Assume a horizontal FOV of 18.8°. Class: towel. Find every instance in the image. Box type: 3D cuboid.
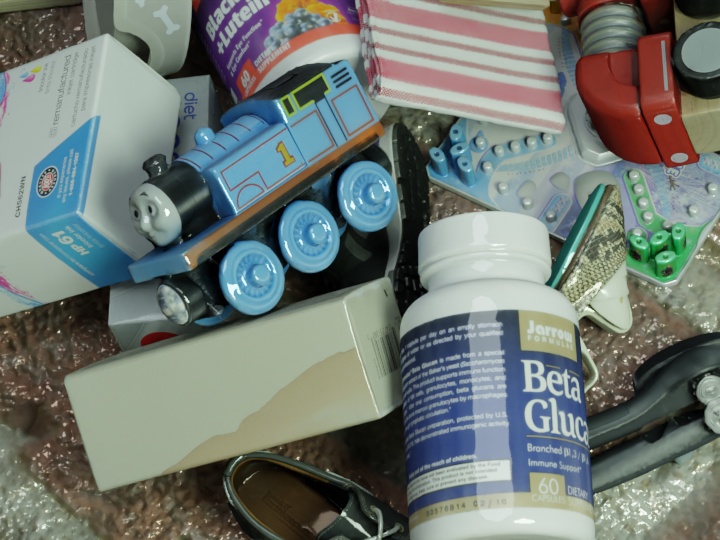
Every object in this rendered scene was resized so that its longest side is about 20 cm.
[{"bbox_3d":[0.061,-0.179,1.505,0.146,0.030,0.201,8,51,-23],"label":"towel"}]

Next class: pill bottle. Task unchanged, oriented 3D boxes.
[{"bbox_3d":[-0.063,-0.185,1.546,0.111,0.112,0.200,-27,58,-6],"label":"pill bottle"},{"bbox_3d":[0.080,0.072,1.306,0.110,0.111,0.201,-5,70,7],"label":"pill bottle"}]

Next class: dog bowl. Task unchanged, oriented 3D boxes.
[{"bbox_3d":[-0.162,-0.228,1.548,0.058,0.200,0.201,-5,56,-14],"label":"dog bowl"}]

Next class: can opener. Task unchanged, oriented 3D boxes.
[{"bbox_3d":[0.167,0.105,1.368,0.199,0.079,0.064,-30,96,-4],"label":"can opener"}]

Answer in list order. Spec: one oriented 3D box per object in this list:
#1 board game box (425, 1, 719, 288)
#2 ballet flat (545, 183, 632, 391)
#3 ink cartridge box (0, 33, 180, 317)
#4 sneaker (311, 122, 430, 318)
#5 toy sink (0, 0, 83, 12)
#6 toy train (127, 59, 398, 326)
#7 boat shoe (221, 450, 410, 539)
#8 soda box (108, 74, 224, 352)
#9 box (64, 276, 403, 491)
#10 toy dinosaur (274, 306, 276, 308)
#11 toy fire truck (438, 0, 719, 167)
[{"bbox_3d":[0.176,-0.108,1.506,0.199,0.026,0.200,26,66,23],"label":"board game box"},{"bbox_3d":[0.129,0.041,1.408,0.075,0.068,0.200,37,78,1],"label":"ballet flat"},{"bbox_3d":[-0.230,-0.055,1.469,0.199,0.085,0.145,-17,54,32],"label":"ink cartridge box"},{"bbox_3d":[0.000,0.000,1.459,0.087,0.076,0.201,-14,53,19],"label":"sneaker"},{"bbox_3d":[-0.317,-0.265,1.632,0.199,0.131,0.113,-4,59,7],"label":"toy sink"},{"bbox_3d":[-0.064,-0.047,1.369,0.200,0.087,0.115,-36,102,-34],"label":"toy train"},{"bbox_3d":[-0.001,0.173,1.345,0.199,0.068,0.072,28,68,22],"label":"boat shoe"},{"bbox_3d":[-0.131,-0.035,1.496,0.068,0.064,0.201,-5,58,8],"label":"soda box"},{"bbox_3d":[-0.074,0.071,1.362,0.199,0.095,0.078,-16,93,22],"label":"box"},{"bbox_3d":[-0.078,-0.014,1.442,0.047,0.088,0.201,-13,64,21],"label":"toy dinosaur"},{"bbox_3d":[0.162,-0.163,1.466,0.199,0.129,0.177,-10,58,18],"label":"toy fire truck"}]
